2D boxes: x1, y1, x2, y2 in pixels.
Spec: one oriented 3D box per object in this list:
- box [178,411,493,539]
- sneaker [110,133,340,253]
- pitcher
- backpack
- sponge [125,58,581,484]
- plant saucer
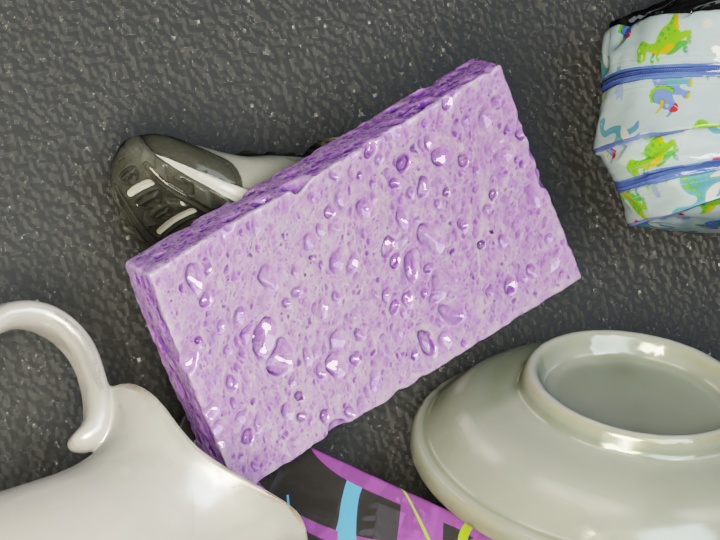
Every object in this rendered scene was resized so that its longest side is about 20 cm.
[{"bbox_3d":[-0.014,0.158,1.310,0.199,0.036,0.144,24,65,2],"label":"box"},{"bbox_3d":[-0.029,-0.026,1.371,0.199,0.074,0.080,19,61,-33],"label":"sneaker"},{"bbox_3d":[-0.146,0.121,1.221,0.172,0.121,0.200,46,61,5],"label":"pitcher"},{"bbox_3d":[0.213,-0.078,1.479,0.199,0.163,0.155,19,85,-20],"label":"backpack"},{"bbox_3d":[0.000,0.000,1.318,0.199,0.030,0.112,-31,113,-24],"label":"sponge"},{"bbox_3d":[0.124,0.072,1.367,0.199,0.200,0.051,-8,120,-32],"label":"plant saucer"}]
